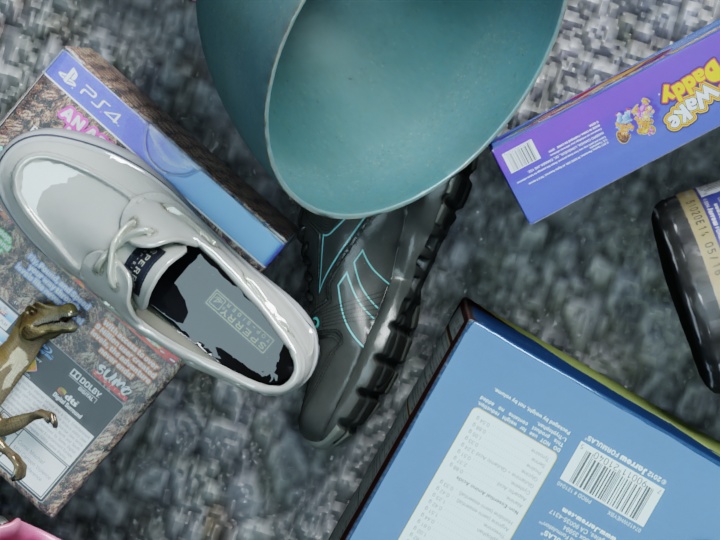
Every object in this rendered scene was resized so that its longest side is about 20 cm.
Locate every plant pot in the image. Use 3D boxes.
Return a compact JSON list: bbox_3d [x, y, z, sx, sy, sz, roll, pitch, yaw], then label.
[{"bbox_3d":[-0.009,-0.147,1.244,0.135,0.200,0.201,41,96,35],"label":"plant pot"}]

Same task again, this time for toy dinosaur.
[{"bbox_3d":[-0.235,0.078,1.269,0.199,0.058,0.102,-18,79,-3],"label":"toy dinosaur"}]

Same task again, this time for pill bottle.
[{"bbox_3d":[0.266,-0.015,1.302,0.199,0.112,0.113,-19,94,4],"label":"pill bottle"}]

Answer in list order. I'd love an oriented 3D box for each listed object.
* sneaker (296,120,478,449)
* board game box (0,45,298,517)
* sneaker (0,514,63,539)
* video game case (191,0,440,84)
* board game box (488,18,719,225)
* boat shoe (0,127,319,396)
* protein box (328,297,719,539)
[{"bbox_3d":[0.000,0.000,1.342,0.079,0.075,0.201,21,87,12],"label":"sneaker"},{"bbox_3d":[-0.159,0.004,1.326,0.159,0.097,0.200,41,95,-1],"label":"board game box"},{"bbox_3d":[-0.151,0.189,1.312,0.199,0.095,0.079,33,54,-30],"label":"sneaker"},{"bbox_3d":[-0.030,-0.220,1.335,0.199,0.036,0.182,22,95,1],"label":"video game case"},{"bbox_3d":[0.166,-0.094,1.288,0.199,0.134,0.045,-28,93,4],"label":"board game box"},{"bbox_3d":[-0.108,-0.002,1.242,0.200,0.066,0.072,42,95,-2],"label":"boat shoe"},{"bbox_3d":[0.093,0.154,1.309,0.198,0.135,0.201,30,95,-1],"label":"protein box"}]
